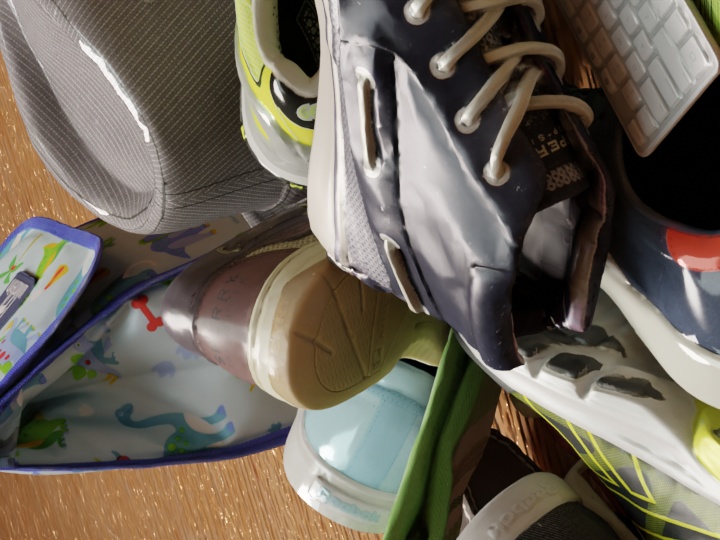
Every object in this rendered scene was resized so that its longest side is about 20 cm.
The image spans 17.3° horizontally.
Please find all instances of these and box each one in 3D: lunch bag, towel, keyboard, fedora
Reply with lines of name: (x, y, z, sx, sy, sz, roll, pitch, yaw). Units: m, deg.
lunch bag: (-0.120, 0.036, 1.166, 0.170, 0.199, 0.128, 17, 127, 68)
towel: (0.018, 0.126, 0.830, 0.149, 0.031, 0.200, -71, -6, -45)
keyboard: (0.045, -0.129, 0.668, 0.201, 0.011, 0.056, 63, 161, 15)
fedora: (-0.084, -0.089, 0.899, 0.200, 0.090, 0.177, 58, 156, 22)

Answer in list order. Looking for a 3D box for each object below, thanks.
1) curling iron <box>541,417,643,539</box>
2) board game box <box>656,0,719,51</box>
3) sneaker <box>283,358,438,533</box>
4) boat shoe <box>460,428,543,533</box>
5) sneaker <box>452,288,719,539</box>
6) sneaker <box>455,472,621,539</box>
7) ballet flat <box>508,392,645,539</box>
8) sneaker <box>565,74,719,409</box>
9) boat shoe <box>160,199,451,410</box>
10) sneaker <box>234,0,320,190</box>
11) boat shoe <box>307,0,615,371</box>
curling iron: (0.076, 0.051, 0.893, 0.050, 0.026, 0.200, 25, -149, -51)
board game box: (0.067, -0.150, 0.677, 0.200, 0.047, 0.102, 45, 150, 49)
sneaker: (0.016, 0.025, 0.958, 0.082, 0.074, 0.200, -58, 16, 22)
boat shoe: (0.082, 0.131, 0.913, 0.200, 0.072, 0.060, 63, 141, 37)
sneaker: (0.097, 0.059, 0.732, 0.200, 0.074, 0.085, 35, 139, 42)
sneaker: (0.076, 0.161, 0.774, 0.112, 0.073, 0.200, 43, 157, 27)
ballet flat: (0.090, 0.049, 0.803, 0.200, 0.072, 0.072, 61, 160, 24)
sneaker: (0.083, -0.040, 0.727, 0.200, 0.075, 0.085, 37, 137, 45)
boat shoe: (0.000, 0.000, 0.827, 0.065, 0.200, 0.072, 18, 108, 22)
sneaker: (-0.006, -0.131, 0.791, 0.076, 0.075, 0.201, 97, 171, -78)
boat shoe: (0.033, -0.065, 0.661, 0.093, 0.075, 0.201, 38, 145, 38)
